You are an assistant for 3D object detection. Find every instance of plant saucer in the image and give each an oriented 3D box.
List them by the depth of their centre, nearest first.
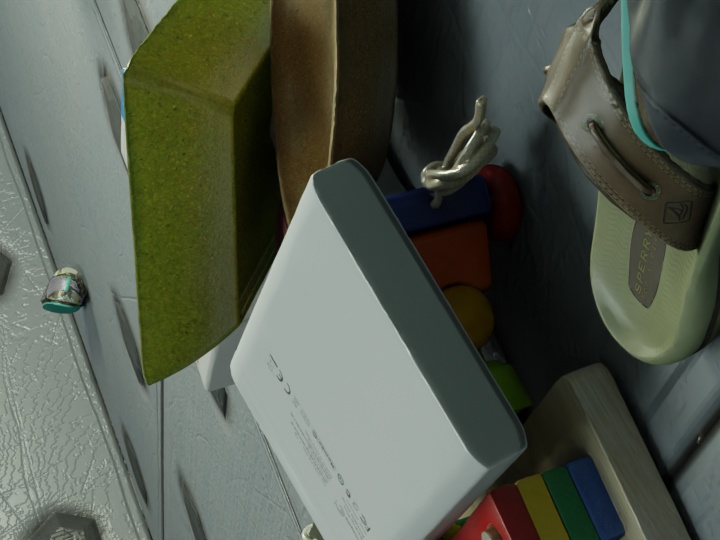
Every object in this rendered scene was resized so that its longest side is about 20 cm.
[{"bbox_3d":[-0.013,-0.111,0.804,0.200,0.035,0.201,179,90,-79],"label":"plant saucer"},{"bbox_3d":[-0.071,-0.066,0.948,0.200,0.048,0.201,-66,-18,-53],"label":"plant saucer"}]

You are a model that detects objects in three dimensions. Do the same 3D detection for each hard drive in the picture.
[{"bbox_3d":[-0.001,0.055,0.720,0.132,0.027,0.200,59,157,15],"label":"hard drive"}]

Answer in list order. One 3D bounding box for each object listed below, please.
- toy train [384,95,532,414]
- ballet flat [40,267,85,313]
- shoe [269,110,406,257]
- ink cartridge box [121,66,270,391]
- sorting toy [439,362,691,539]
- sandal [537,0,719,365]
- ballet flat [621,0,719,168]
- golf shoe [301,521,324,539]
[{"bbox_3d":[0.040,0.016,0.719,0.200,0.084,0.116,124,130,-71],"label":"toy train"},{"bbox_3d":[-0.468,0.031,2.693,0.200,0.072,0.072,161,91,-75],"label":"ballet flat"},{"bbox_3d":[0.000,0.000,0.900,0.091,0.071,0.201,89,163,-51],"label":"shoe"},{"bbox_3d":[-0.098,-0.035,1.179,0.146,0.084,0.201,112,140,-67],"label":"ink cartridge box"},{"bbox_3d":[0.088,0.173,0.731,0.199,0.069,0.201,114,136,-62],"label":"sorting toy"},{"bbox_3d":[0.088,-0.040,0.539,0.080,0.057,0.201,-123,21,-45],"label":"sandal"},{"bbox_3d":[0.093,-0.127,0.428,0.073,0.073,0.201,-172,71,-74],"label":"ballet flat"},{"bbox_3d":[0.004,0.130,0.932,0.077,0.088,0.201,24,-123,-74],"label":"golf shoe"}]
